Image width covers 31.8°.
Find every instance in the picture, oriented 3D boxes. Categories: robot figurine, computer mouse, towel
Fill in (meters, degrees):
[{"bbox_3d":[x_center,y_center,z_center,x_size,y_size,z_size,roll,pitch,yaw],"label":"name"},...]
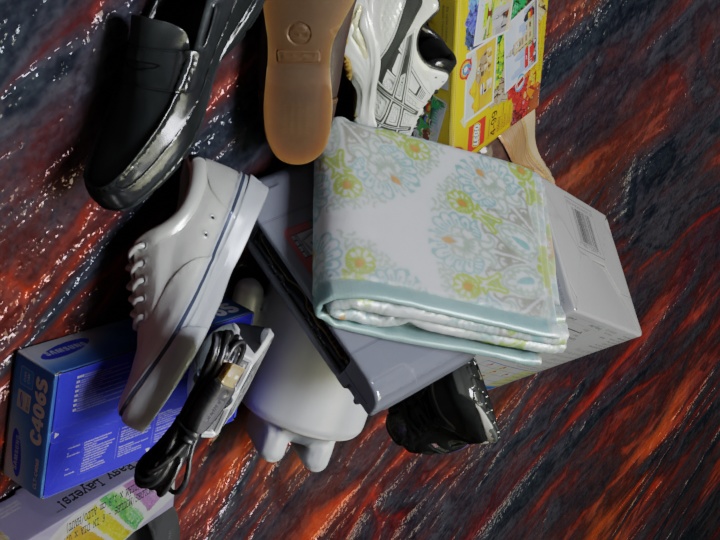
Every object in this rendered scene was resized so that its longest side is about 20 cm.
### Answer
[{"bbox_3d":[-0.033,0.058,1.030,0.167,0.113,0.203,16,100,-26],"label":"robot figurine"},{"bbox_3d":[-0.102,0.077,0.866,0.111,0.043,0.200,-63,180,8],"label":"computer mouse"},{"bbox_3d":[0.057,-0.021,0.948,0.048,0.197,0.173,123,-26,-46],"label":"towel"}]

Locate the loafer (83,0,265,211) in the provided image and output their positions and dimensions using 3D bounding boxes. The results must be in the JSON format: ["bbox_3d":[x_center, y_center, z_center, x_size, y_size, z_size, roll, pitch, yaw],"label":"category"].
[{"bbox_3d":[-0.124,-0.134,0.798,0.070,0.067,0.203,43,69,-51],"label":"loafer"}]

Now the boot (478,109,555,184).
[{"bbox_3d":[0.111,-0.067,1.239,0.166,0.072,0.201,-42,145,-15],"label":"boot"}]

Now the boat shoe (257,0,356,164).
[{"bbox_3d":[-0.040,-0.181,0.904,0.071,0.069,0.203,-93,-166,-64],"label":"boat shoe"}]

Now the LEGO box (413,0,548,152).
[{"bbox_3d":[0.091,-0.211,1.070,0.149,0.076,0.202,-38,140,-39],"label":"LEGO box"}]

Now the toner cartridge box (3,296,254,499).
[{"bbox_3d":[-0.162,0.085,0.911,0.199,0.043,0.096,-16,123,-53],"label":"toner cartridge box"}]

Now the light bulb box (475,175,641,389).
[{"bbox_3d":[0.121,0.025,1.141,0.198,0.198,0.127,18,54,-60],"label":"light bulb box"}]

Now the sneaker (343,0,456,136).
[{"bbox_3d":[0.034,-0.142,0.997,0.201,0.086,0.076,80,6,-49],"label":"sneaker"}]

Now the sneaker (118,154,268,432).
[{"bbox_3d":[-0.130,0.011,0.863,0.073,0.070,0.202,-50,-163,59],"label":"sneaker"}]

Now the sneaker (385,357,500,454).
[{"bbox_3d":[0.064,0.124,1.056,0.086,0.077,0.200,-18,162,-1],"label":"sneaker"}]

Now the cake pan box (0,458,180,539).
[{"bbox_3d":[-0.217,0.234,0.925,0.199,0.052,0.187,-27,134,-48],"label":"cake pan box"}]

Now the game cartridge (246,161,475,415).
[{"bbox_3d":[0.000,0.000,0.956,0.132,0.201,0.041,-23,160,-42],"label":"game cartridge"}]
